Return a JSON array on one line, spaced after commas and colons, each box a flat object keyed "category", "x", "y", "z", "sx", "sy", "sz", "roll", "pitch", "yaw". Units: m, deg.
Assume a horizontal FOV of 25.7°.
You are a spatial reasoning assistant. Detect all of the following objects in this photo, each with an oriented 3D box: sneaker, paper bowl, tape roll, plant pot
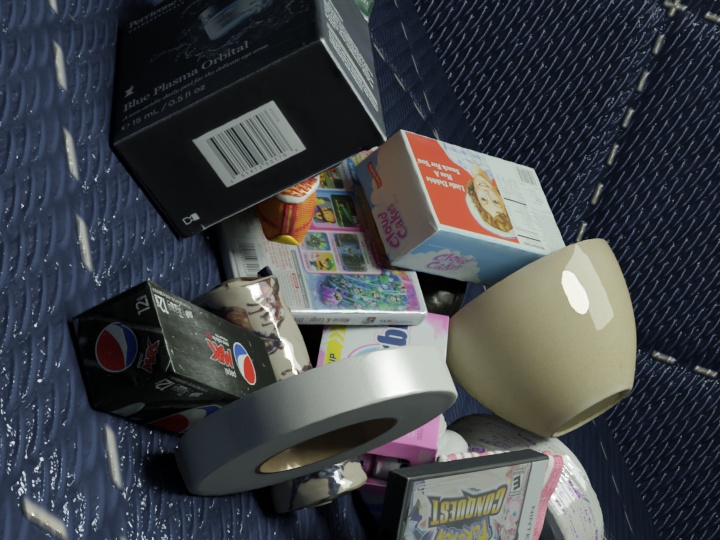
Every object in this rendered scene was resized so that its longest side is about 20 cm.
[{"category": "sneaker", "x": -0.076, "y": -0.095, "z": 1.423, "sx": 0.200, "sy": 0.073, "sz": 0.077, "roll": -91, "pitch": -167, "yaw": -55}, {"category": "paper bowl", "x": 0.153, "y": 0.233, "z": 1.595, "sx": 0.104, "sy": 0.201, "sz": 0.201, "roll": -39, "pitch": 108, "yaw": -39}, {"category": "tape roll", "x": -0.030, "y": 0.108, "z": 1.119, "sx": 0.037, "sy": 0.203, "sz": 0.203, "roll": 69, "pitch": 13, "yaw": 15}, {"category": "plant pot", "x": 0.186, "y": 0.080, "z": 1.513, "sx": 0.135, "sy": 0.200, "sz": 0.200, "roll": 59, "pitch": 10, "yaw": 17}]

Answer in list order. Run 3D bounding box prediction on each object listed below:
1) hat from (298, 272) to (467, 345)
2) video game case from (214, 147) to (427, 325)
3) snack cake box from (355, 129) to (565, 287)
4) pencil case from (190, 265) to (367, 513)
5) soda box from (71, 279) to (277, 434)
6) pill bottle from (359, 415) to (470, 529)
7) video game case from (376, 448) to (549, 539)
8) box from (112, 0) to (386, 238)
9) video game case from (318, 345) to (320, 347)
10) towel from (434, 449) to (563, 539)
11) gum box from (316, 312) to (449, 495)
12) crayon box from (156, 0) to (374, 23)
[{"category": "hat", "x": 0.000, "y": 0.000, "z": 1.552, "sx": 0.081, "sy": 0.200, "sz": 0.201, "roll": 139, "pitch": -71, "yaw": -77}, {"category": "video game case", "x": -0.046, "y": -0.037, "z": 1.448, "sx": 0.182, "sy": 0.024, "sz": 0.200, "roll": 1, "pitch": 54, "yaw": -25}, {"category": "snack cake box", "x": 0.100, "y": -0.052, "z": 1.501, "sx": 0.200, "sy": 0.067, "sz": 0.115, "roll": 12, "pitch": 51, "yaw": -44}, {"category": "pencil case", "x": -0.066, "y": 0.100, "z": 1.260, "sx": 0.089, "sy": 0.078, "sz": 0.200, "roll": 164, "pitch": -98, "yaw": -87}, {"category": "soda box", "x": -0.123, "y": 0.071, "z": 1.116, "sx": 0.200, "sy": 0.063, "sz": 0.071, "roll": 34, "pitch": 35, "yaw": -66}, {"category": "pill bottle", "x": 0.067, "y": 0.223, "z": 1.500, "sx": 0.200, "sy": 0.114, "sz": 0.114, "roll": 63, "pitch": 13, "yaw": -13}, {"category": "video game case", "x": 0.078, "y": 0.246, "z": 1.316, "sx": 0.200, "sy": 0.025, "sz": 0.181, "roll": 0, "pitch": 103, "yaw": -50}, {"category": "box", "x": -0.096, "y": -0.161, "z": 1.339, "sx": 0.117, "sy": 0.197, "sz": 0.200, "roll": 56, "pitch": 16, "yaw": -35}, {"category": "video game case", "x": 0.010, "y": 0.109, "z": 1.647, "sx": 0.200, "sy": 0.036, "sz": 0.181, "roll": 48, "pitch": 21, "yaw": -53}, {"category": "towel", "x": 0.109, "y": 0.231, "z": 1.387, "sx": 0.200, "sy": 0.030, "sz": 0.147, "roll": 7, "pitch": 98, "yaw": -53}, {"category": "gum box", "x": 0.013, "y": 0.114, "z": 1.398, "sx": 0.200, "sy": 0.113, "sz": 0.066, "roll": -81, "pitch": -179, "yaw": -55}, {"category": "crayon box", "x": -0.096, "y": -0.240, "z": 1.481, "sx": 0.126, "sy": 0.200, "sz": 0.052, "roll": 34, "pitch": 52, "yaw": -26}]
